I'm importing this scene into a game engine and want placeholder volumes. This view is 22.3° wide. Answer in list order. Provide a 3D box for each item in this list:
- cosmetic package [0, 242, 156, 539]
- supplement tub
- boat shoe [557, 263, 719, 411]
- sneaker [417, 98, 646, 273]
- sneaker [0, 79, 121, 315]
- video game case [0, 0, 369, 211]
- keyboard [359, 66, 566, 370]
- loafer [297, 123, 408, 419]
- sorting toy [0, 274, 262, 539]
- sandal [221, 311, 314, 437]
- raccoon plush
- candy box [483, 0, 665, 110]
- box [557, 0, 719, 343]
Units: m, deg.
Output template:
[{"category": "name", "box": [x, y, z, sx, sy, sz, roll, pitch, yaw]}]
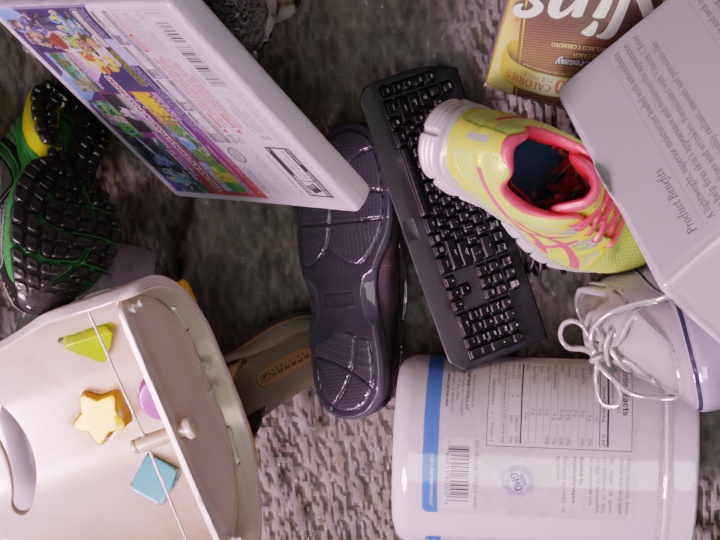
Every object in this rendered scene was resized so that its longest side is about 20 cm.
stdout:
[{"category": "cosmetic package", "box": [-0.208, 0.084, 1.271, 0.085, 0.108, 0.200, 14, 111, -8]}, {"category": "supplement tub", "box": [0.124, 0.124, 1.239, 0.200, 0.132, 0.132, 2, 108, 5]}, {"category": "boat shoe", "box": [0.171, 0.043, 1.164, 0.086, 0.202, 0.075, -12, 108, -3]}, {"category": "sneaker", "box": [0.133, -0.045, 1.166, 0.200, 0.090, 0.078, 22, 85, -34]}, {"category": "sneaker", "box": [-0.208, -0.035, 1.199, 0.078, 0.200, 0.085, 29, 120, -24]}, {"category": "video game case", "box": [-0.113, -0.108, 1.148, 0.182, 0.023, 0.200, 7, 150, 44]}, {"category": "keyboard", "box": [0.078, -0.043, 1.210, 0.104, 0.040, 0.200, -21, 94, -23]}, {"category": "loafer", "box": [0.000, 0.000, 1.255, 0.072, 0.063, 0.200, 2, 93, 26]}, {"category": "sorting toy", "box": [-0.175, 0.101, 1.169, 0.180, 0.107, 0.200, -16, 109, 13]}, {"category": "sandal", "box": [-0.092, 0.098, 1.250, 0.200, 0.054, 0.080, -30, 135, -15]}, {"category": "raccoon plush", "box": [-0.133, -0.152, 1.175, 0.200, 0.134, 0.097, -24, 105, 13]}, {"category": "candy box", "box": [0.161, -0.200, 1.171, 0.117, 0.056, 0.200, 15, 110, 0]}, {"category": "box", "box": [0.248, -0.042, 1.105, 0.131, 0.199, 0.200, -39, 128, 17]}]
